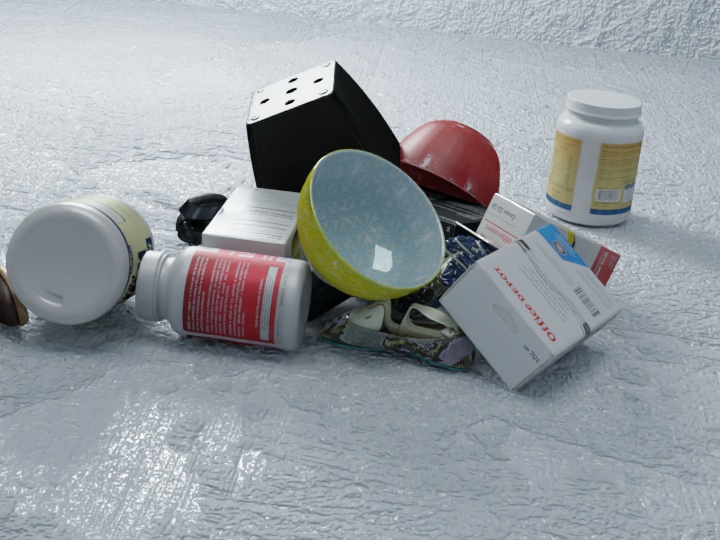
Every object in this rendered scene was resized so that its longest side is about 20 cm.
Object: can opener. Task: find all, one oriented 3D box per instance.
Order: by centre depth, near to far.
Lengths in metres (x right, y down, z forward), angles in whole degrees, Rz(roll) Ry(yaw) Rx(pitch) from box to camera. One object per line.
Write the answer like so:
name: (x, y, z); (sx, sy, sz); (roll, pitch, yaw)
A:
can opener: (-0.186, -0.067, 1.892); (0.200, 0.079, 0.063); (2, 59, -46)

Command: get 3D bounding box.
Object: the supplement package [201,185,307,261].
supplement package: (-0.136, -0.025, 1.724); (0.109, 0.114, 0.200); (7, 23, 6)

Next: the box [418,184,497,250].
box: (0.095, -0.069, 1.929); (0.200, 0.079, 0.141); (22, 19, 36)

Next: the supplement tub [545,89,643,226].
supplement tub: (0.389, -0.187, 2.146); (0.145, 0.200, 0.145); (5, 21, -2)

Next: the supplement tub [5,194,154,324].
supplement tub: (-0.334, -0.018, 1.585); (0.145, 0.145, 0.200); (7, 8, 3)

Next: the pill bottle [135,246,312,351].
pill bottle: (-0.165, 0.031, 1.574); (0.200, 0.112, 0.112); (8, 21, 5)

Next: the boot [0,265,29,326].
boot: (-0.509, 0.042, 1.560); (0.166, 0.072, 0.200); (-28, 41, -32)

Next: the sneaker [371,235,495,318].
sneaker: (0.094, 0.016, 1.698); (0.200, 0.085, 0.077); (-18, 73, -28)

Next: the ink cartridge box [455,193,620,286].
ink cartridge box: (0.242, -0.043, 1.781); (0.200, 0.068, 0.116); (22, 8, -29)

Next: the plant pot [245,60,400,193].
plant pot: (-0.065, -0.187, 1.885); (0.199, 0.177, 0.200); (-19, 27, 11)

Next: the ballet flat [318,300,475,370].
ballet flat: (0.046, 0.068, 1.593); (0.200, 0.072, 0.072); (11, 22, 15)

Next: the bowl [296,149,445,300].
bowl: (-0.007, -0.038, 1.594); (0.200, 0.108, 0.200); (22, 48, -27)

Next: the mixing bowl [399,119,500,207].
mixing bowl: (0.142, -0.165, 2.024); (0.200, 0.108, 0.200); (28, -10, 5)

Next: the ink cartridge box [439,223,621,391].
ink cartridge box: (0.212, 0.041, 1.593); (0.146, 0.086, 0.200); (52, 38, 10)

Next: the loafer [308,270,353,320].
loafer: (0.000, 0.000, 1.683); (0.201, 0.068, 0.070); (-39, 62, -21)
